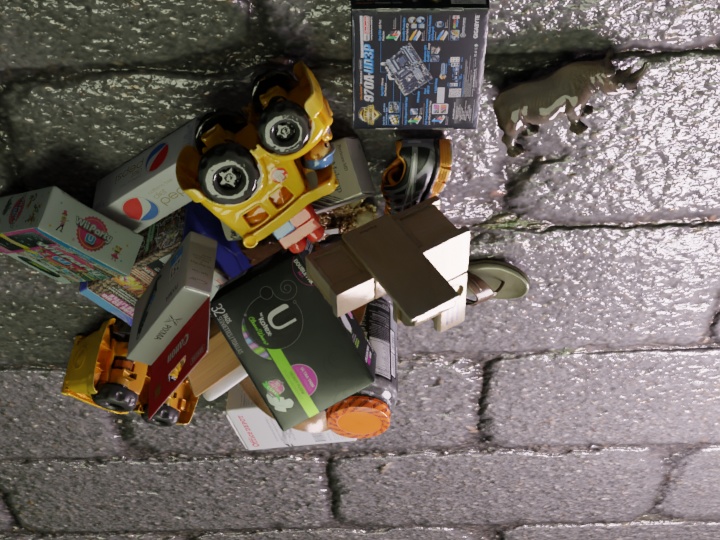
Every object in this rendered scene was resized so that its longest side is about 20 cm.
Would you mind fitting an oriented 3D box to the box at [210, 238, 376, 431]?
[{"bbox_3d":[-0.087,0.083,1.597,0.148,0.124,0.201,-30,100,9],"label":"box"}]

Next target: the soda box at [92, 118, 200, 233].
[{"bbox_3d":[-0.266,-0.119,1.580,0.199,0.064,0.068,-26,136,31],"label":"soda box"}]

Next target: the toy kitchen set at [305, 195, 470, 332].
[{"bbox_3d":[0.059,0.048,1.527,0.199,0.163,0.181,-25,141,-20],"label":"toy kitchen set"}]

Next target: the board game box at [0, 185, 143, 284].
[{"bbox_3d":[-0.411,-0.045,1.617,0.147,0.065,0.199,32,157,-34],"label":"board game box"}]

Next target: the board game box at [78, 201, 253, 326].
[{"bbox_3d":[-0.273,-0.003,1.706,0.199,0.097,0.159,-23,138,28],"label":"board game box"}]

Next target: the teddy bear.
[{"bbox_3d":[-0.075,-0.073,1.651,0.199,0.067,0.145,-27,141,21],"label":"teddy bear"}]

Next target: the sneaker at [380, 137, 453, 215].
[{"bbox_3d":[0.060,-0.104,1.595,0.077,0.079,0.201,10,132,-14],"label":"sneaker"}]

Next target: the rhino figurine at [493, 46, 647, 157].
[{"bbox_3d":[0.255,-0.213,1.455,0.199,0.060,0.088,-20,128,20],"label":"rhino figurine"}]

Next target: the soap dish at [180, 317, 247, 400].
[{"bbox_3d":[-0.180,0.090,1.737,0.199,0.157,0.081,-36,109,-5],"label":"soap dish"}]

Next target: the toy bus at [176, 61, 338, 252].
[{"bbox_3d":[-0.094,-0.122,1.447,0.200,0.136,0.192,-36,118,11],"label":"toy bus"}]

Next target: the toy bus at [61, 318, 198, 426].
[{"bbox_3d":[-0.387,0.180,1.939,0.199,0.137,0.191,28,148,-36],"label":"toy bus"}]

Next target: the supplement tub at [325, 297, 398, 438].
[{"bbox_3d":[-0.003,0.146,1.819,0.122,0.201,0.123,1,144,0],"label":"supplement tub"}]

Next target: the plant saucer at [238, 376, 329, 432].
[{"bbox_3d":[-0.104,0.164,1.858,0.199,0.201,0.036,21,123,-25],"label":"plant saucer"}]

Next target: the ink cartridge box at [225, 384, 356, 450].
[{"bbox_3d":[-0.116,0.232,2.032,0.198,0.084,0.146,-6,143,9],"label":"ink cartridge box"}]

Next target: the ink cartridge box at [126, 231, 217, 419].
[{"bbox_3d":[-0.254,0.074,1.580,0.044,0.177,0.200,19,139,-24],"label":"ink cartridge box"}]

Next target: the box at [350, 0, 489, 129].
[{"bbox_3d":[0.068,-0.250,1.417,0.158,0.046,0.201,0,143,1],"label":"box"}]

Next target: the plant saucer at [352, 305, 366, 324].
[{"bbox_3d":[-0.061,0.095,1.759,0.031,0.201,0.200,33,134,-20],"label":"plant saucer"}]

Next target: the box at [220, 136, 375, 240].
[{"bbox_3d":[-0.088,-0.106,1.556,0.199,0.083,0.068,-19,178,17],"label":"box"}]

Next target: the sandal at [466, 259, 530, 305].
[{"bbox_3d":[0.153,0.024,1.775,0.199,0.058,0.080,5,143,-6],"label":"sandal"}]
